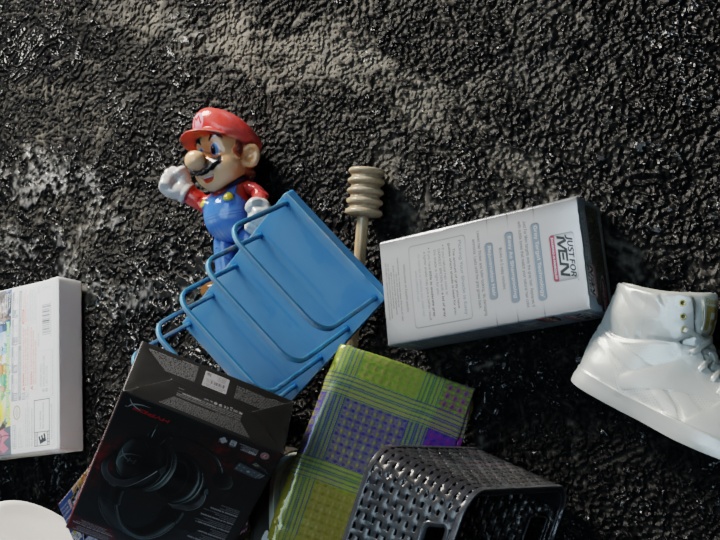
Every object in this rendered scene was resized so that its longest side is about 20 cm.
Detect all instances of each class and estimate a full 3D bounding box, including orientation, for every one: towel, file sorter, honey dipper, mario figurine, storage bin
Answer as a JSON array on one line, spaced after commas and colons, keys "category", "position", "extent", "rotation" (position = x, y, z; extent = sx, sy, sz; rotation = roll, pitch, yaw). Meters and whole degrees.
[{"category": "towel", "position": [0.011, 0.181, 1.035], "extent": [0.143, 0.023, 0.201], "rotation": [19, 81, -1]}, {"category": "file sorter", "position": [-0.100, 0.053, 1.081], "extent": [0.139, 0.123, 0.200], "rotation": [46, 120, 7]}, {"category": "honey dipper", "position": [0.000, 0.000, 1.125], "extent": [0.038, 0.038, 0.202], "rotation": [1, 86, 33]}, {"category": "mario figurine", "position": [-0.151, -0.071, 1.186], "extent": [0.122, 0.106, 0.202], "rotation": [-10, 82, 2]}, {"category": "storage bin", "position": [0.075, 0.223, 0.937], "extent": [0.093, 0.200, 0.136], "rotation": [20, 93, 34]}]

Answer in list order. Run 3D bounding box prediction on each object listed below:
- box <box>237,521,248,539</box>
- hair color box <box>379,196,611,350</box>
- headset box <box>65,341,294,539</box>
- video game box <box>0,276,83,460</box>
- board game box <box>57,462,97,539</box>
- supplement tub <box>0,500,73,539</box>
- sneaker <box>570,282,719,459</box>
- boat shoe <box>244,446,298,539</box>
[{"category": "box", "position": [-0.131, 0.267, 1.137], "extent": [0.143, 0.036, 0.201], "rotation": [-34, 75, 17]}, {"category": "hair color box", "position": [0.119, 0.007, 1.031], "extent": [0.199, 0.060, 0.100], "rotation": [-13, 76, 31]}, {"category": "headset box", "position": [-0.167, 0.182, 1.037], "extent": [0.148, 0.077, 0.201], "rotation": [23, 121, -9]}, {"category": "video game box", "position": [-0.406, 0.122, 1.357], "extent": [0.181, 0.047, 0.202], "rotation": [-10, 76, 29]}, {"category": "board game box", "position": [-0.230, 0.297, 1.152], "extent": [0.201, 0.046, 0.151], "rotation": [63, 145, 12]}, {"category": "supplement tub", "position": [-0.393, 0.369, 1.247], "extent": [0.144, 0.144, 0.201], "rotation": [38, 102, 31]}, {"category": "sneaker", "position": [0.272, 0.077, 0.912], "extent": [0.199, 0.073, 0.116], "rotation": [27, 99, 34]}, {"category": "boat shoe", "position": [-0.074, 0.266, 1.066], "extent": [0.060, 0.071, 0.203], "rotation": [6, 85, 66]}]
